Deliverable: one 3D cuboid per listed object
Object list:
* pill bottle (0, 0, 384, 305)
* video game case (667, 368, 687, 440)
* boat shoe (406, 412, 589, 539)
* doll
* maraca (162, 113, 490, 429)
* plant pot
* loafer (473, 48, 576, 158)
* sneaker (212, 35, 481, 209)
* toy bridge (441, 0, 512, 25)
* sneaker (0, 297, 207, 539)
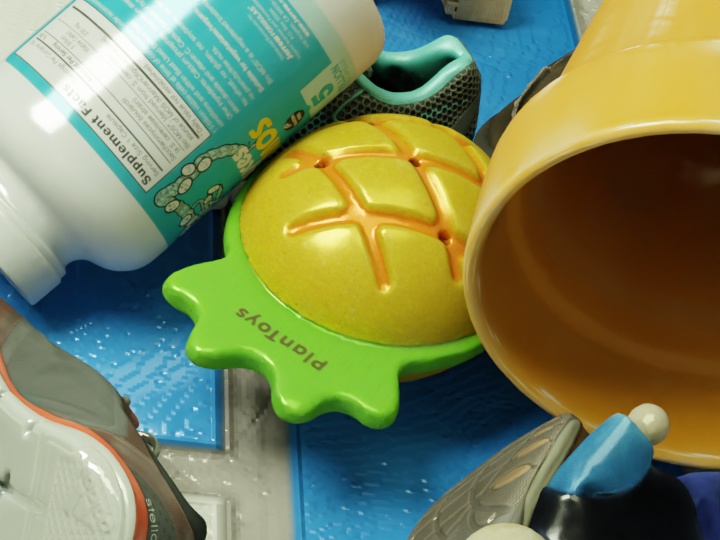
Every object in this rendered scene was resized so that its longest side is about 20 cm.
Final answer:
[{"bbox_3d":[-0.094,-0.076,0.981,0.200,0.111,0.111,-42,58,-7],"label":"pill bottle"},{"bbox_3d":[0.228,0.033,1.036,0.200,0.019,0.143,7,54,-15],"label":"video game case"},{"bbox_3d":[0.058,0.130,0.869,0.072,0.076,0.200,49,36,-10],"label":"boat shoe"},{"bbox_3d":[0.107,0.119,0.831,0.048,0.137,0.200,0,-7,42],"label":"doll"},{"bbox_3d":[0.000,0.000,0.968,0.137,0.107,0.200,28,40,16],"label":"maraca"},{"bbox_3d":[0.157,-0.049,0.936,0.200,0.200,0.183,16,48,1],"label":"plant pot"},{"bbox_3d":[0.112,-0.082,1.097,0.073,0.071,0.200,36,27,-1],"label":"loafer"},{"bbox_3d":[-0.031,-0.083,1.074,0.200,0.091,0.078,-1,40,-19],"label":"sneaker"},{"bbox_3d":[0.043,-0.213,1.310,0.067,0.027,0.200,5,39,-11],"label":"toy bridge"},{"bbox_3d":[-0.135,0.063,0.897,0.082,0.077,0.200,11,29,-52],"label":"sneaker"}]
